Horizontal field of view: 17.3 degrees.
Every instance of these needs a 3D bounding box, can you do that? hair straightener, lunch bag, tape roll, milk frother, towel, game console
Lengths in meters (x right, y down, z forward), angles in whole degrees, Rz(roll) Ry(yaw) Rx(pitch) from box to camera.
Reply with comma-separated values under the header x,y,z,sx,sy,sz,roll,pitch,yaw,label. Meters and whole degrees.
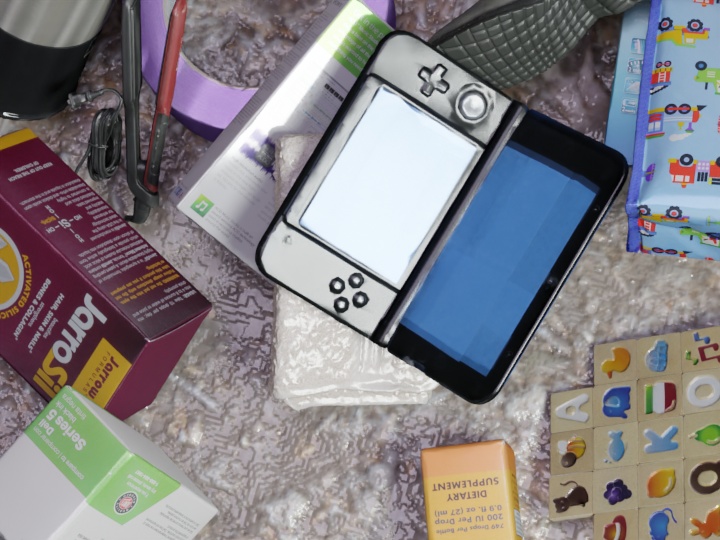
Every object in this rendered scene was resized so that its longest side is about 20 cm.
x,y,z,sx,sy,sz,roll,pitch,yaw,label
-0.175,-0.116,1.730,0.077,0.041,0.201,11,123,0,hair straightener
0.267,-0.112,1.634,0.150,0.094,0.201,6,72,8,lunch bag
-0.075,-0.193,1.775,0.199,0.066,0.201,-1,80,6,tape roll
-0.272,-0.240,1.716,0.199,0.188,0.181,7,49,-27,milk frother
0.000,0.000,1.699,0.132,0.034,0.201,-2,100,-16,towel
0.053,-0.039,1.629,0.170,0.118,0.200,31,89,-17,game console

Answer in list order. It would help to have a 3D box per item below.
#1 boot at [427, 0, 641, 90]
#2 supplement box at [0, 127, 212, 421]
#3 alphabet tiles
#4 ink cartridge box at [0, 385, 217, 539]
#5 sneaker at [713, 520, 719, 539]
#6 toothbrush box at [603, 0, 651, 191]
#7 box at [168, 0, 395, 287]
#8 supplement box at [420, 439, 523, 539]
x,y,z,sx,sy,sz,roll,pitch,yaw,label
0.127,-0.218,1.707,0.200,0.068,0.131,-29,44,13,boot
-0.220,0.008,1.717,0.200,0.086,0.110,43,123,12,supplement box
0.227,0.118,1.669,0.199,0.006,0.167,-10,59,21,alphabet tiles
-0.217,0.198,1.660,0.200,0.146,0.084,-47,60,-1,ink cartridge box
0.270,0.209,1.671,0.085,0.077,0.200,35,85,-9,sneaker
0.259,-0.154,1.722,0.146,0.085,0.201,7,81,7,toothbrush box
-0.022,-0.083,1.716,0.144,0.036,0.200,40,93,-24,box
0.085,0.224,1.678,0.066,0.069,0.201,-7,81,6,supplement box
